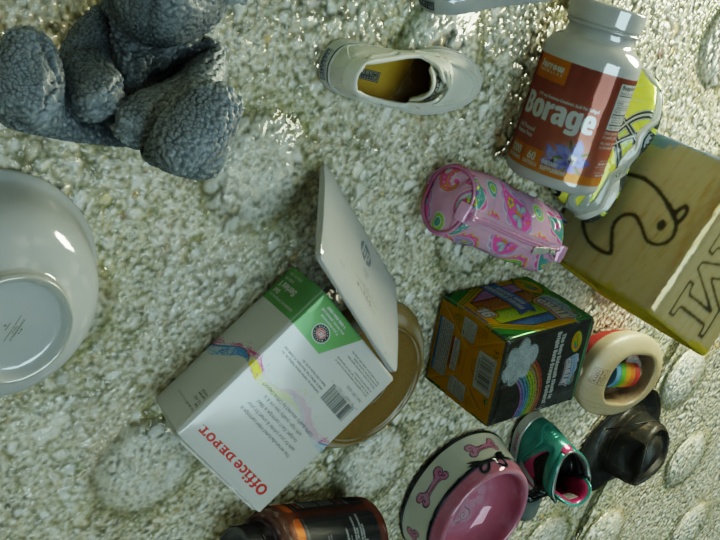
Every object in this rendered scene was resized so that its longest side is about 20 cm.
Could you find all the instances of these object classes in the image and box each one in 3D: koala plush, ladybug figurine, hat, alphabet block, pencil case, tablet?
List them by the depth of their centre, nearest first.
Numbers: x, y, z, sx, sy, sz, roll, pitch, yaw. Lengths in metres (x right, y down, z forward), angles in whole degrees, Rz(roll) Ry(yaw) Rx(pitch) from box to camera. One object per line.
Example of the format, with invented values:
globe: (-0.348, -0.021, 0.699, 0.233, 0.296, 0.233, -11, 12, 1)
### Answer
koala plush: (-0.152, -0.186, 0.700, 0.175, 0.184, 0.202, 15, 98, -1)
tablet: (0.000, 0.000, 0.972, 0.014, 0.131, 0.201, -14, 136, 16)
pencil case: (0.157, -0.057, 1.084, 0.199, 0.087, 0.088, 19, 103, -43)
alphabet block: (0.391, -0.040, 1.212, 0.196, 0.195, 0.201, 29, 94, -44)
ladybug figurine: (0.367, 0.143, 1.387, 0.199, 0.072, 0.137, 12, 108, -44)
hat: (0.450, 0.295, 1.542, 0.199, 0.081, 0.203, -21, 128, -29)

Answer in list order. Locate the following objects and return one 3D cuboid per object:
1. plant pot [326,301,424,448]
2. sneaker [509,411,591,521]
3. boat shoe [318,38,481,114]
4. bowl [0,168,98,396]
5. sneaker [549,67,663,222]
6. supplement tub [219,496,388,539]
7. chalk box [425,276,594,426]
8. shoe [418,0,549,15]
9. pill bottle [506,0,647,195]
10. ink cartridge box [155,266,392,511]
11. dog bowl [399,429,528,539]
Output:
plant pot: (0.002, 0.129, 1.109, 0.199, 0.027, 0.202, -21, 128, -29)
sneaker: (0.279, 0.316, 1.384, 0.083, 0.121, 0.202, -21, 128, -28)
boat shoe: (0.056, -0.186, 0.930, 0.198, 0.070, 0.072, 1, 115, -40)
bowl: (-0.291, 0.027, 0.759, 0.200, 0.090, 0.203, -21, 127, -30)
sneaker: (0.301, -0.161, 1.147, 0.076, 0.075, 0.202, 28, 85, -19)
supplement tub: (-0.068, 0.328, 1.116, 0.199, 0.107, 0.108, 6, 111, -41)
chalk box: (0.201, 0.093, 1.185, 0.198, 0.124, 0.126, -9, 120, -37)
shoe: (0.146, -0.315, 0.924, 0.198, 0.072, 0.092, -18, 132, -25)
pill bottle: (0.243, -0.196, 1.050, 0.111, 0.112, 0.202, 0, 115, -39)
ink cartridge box: (-0.088, 0.122, 0.972, 0.200, 0.084, 0.145, -43, 123, -9)
dog bowl: (0.154, 0.329, 1.323, 0.199, 0.074, 0.202, -20, 126, -29)
